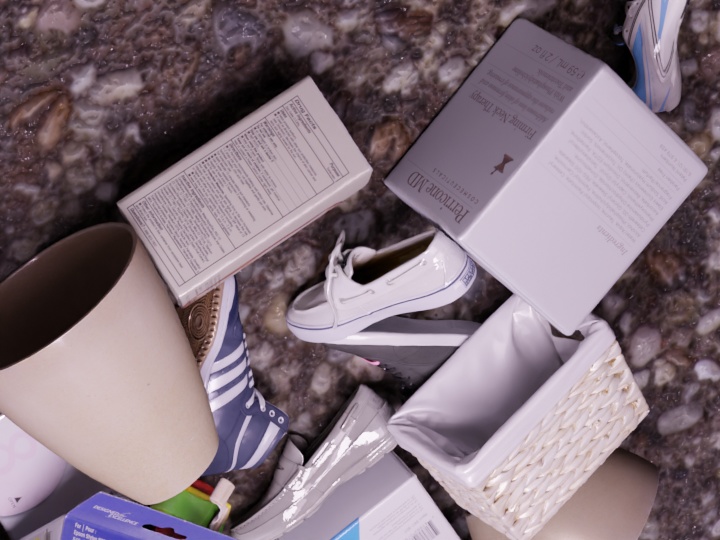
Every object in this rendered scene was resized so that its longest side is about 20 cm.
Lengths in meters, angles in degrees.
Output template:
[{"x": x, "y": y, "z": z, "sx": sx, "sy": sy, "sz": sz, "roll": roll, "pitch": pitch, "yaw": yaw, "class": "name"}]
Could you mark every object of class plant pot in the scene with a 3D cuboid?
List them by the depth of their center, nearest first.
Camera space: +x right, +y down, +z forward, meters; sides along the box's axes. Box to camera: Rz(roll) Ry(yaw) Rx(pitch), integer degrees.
[{"x": -0.211, "y": 0.095, "z": 1.589, "sx": 0.187, "sy": 0.187, "sz": 0.200, "roll": -38, "pitch": 116, "yaw": -5, "class": "plant pot"}, {"x": 0.182, "y": 0.240, "z": 1.856, "sx": 0.134, "sy": 0.200, "sz": 0.201, "roll": 33, "pitch": 97, "yaw": -3, "class": "plant pot"}]

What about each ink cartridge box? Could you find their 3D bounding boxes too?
[{"x": -0.223, "y": 0.275, "z": 1.677, "sx": 0.199, "sy": 0.047, "sz": 0.197, "roll": -29, "pitch": 141, "yaw": 34, "class": "ink cartridge box"}, {"x": -0.246, "y": 0.157, "z": 1.693, "sx": 0.199, "sy": 0.057, "sz": 0.163, "roll": -28, "pitch": 120, "yaw": -6, "class": "ink cartridge box"}, {"x": 0.028, "y": 0.292, "z": 1.851, "sx": 0.145, "sy": 0.084, "sz": 0.200, "roll": -38, "pitch": 121, "yaw": -6, "class": "ink cartridge box"}]

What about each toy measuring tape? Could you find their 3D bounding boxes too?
[{"x": -0.155, "y": 0.214, "z": 1.702, "sx": 0.073, "sy": 0.074, "sz": 0.200, "roll": -19, "pitch": 162, "yaw": -16, "class": "toy measuring tape"}]

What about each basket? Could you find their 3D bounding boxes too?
[{"x": 0.150, "y": 0.135, "z": 1.739, "sx": 0.200, "sy": 0.135, "sz": 0.124, "roll": -44, "pitch": 123, "yaw": -13, "class": "basket"}]

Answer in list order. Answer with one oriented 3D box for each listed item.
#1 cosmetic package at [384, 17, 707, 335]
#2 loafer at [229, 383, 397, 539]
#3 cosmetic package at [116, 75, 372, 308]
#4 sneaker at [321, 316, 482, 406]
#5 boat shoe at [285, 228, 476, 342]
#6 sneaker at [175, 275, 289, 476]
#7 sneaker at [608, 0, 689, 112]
[{"x": 0.167, "y": -0.086, "z": 1.703, "sx": 0.166, "sy": 0.167, "sz": 0.200, "roll": 39, "pitch": 92, "yaw": -32, "class": "cosmetic package"}, {"x": -0.051, "y": 0.187, "z": 1.786, "sx": 0.200, "sy": 0.070, "sz": 0.070, "roll": -40, "pitch": 98, "yaw": 3, "class": "loafer"}, {"x": -0.100, "y": -0.066, "z": 1.620, "sx": 0.199, "sy": 0.087, "sz": 0.104, "roll": -33, "pitch": 86, "yaw": -7, "class": "cosmetic package"}, {"x": 0.043, "y": 0.097, "z": 1.781, "sx": 0.199, "sy": 0.071, "sz": 0.100, "roll": 5, "pitch": 104, "yaw": -30, "class": "sneaker"}, {"x": -0.001, "y": 0.003, "z": 1.673, "sx": 0.086, "sy": 0.201, "sz": 0.075, "roll": 50, "pitch": 44, "yaw": -29, "class": "boat shoe"}, {"x": -0.116, "y": 0.091, "z": 1.711, "sx": 0.108, "sy": 0.070, "sz": 0.201, "roll": 4, "pitch": 102, "yaw": -36, "class": "sneaker"}, {"x": 0.269, "y": -0.246, "z": 1.742, "sx": 0.072, "sy": 0.072, "sz": 0.201, "roll": 4, "pitch": 105, "yaw": 2, "class": "sneaker"}]
